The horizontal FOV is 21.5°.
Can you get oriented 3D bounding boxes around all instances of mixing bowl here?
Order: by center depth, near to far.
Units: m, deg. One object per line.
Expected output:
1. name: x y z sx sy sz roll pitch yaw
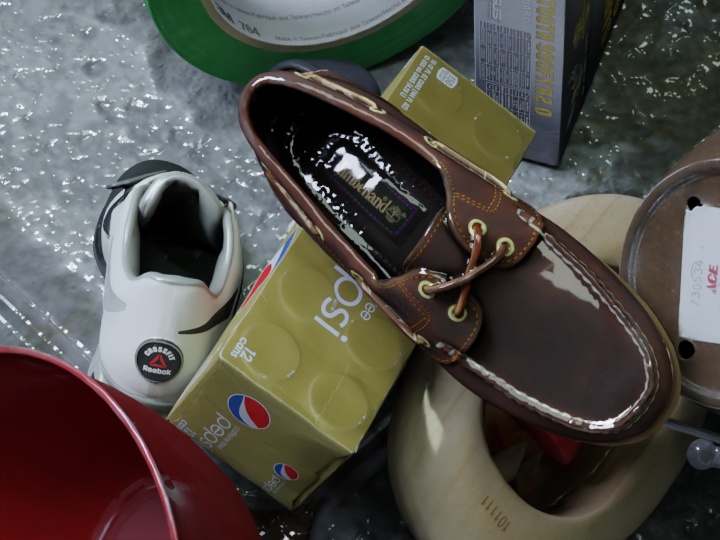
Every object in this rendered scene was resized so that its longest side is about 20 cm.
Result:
1. mixing bowl: -0.108 0.134 0.747 0.199 0.108 0.202 -6 79 37

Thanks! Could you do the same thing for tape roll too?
1. tape roll: -0.018 -0.178 0.931 0.199 0.201 0.048 -18 55 -11

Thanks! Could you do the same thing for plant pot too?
1. plant pot: 0.198 -0.003 0.765 0.199 0.188 0.187 -6 45 -49

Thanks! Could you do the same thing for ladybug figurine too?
1. ladybug figurine: 0.082 0.050 0.833 0.200 0.072 0.136 -46 105 -26

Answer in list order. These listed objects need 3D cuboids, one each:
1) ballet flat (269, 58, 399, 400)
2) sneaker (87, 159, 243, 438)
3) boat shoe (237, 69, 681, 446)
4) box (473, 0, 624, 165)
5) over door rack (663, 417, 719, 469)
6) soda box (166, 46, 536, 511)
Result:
1. ballet flat: -0.011 -0.027 0.904 0.072 0.073 0.201 -10 53 -6
2. sneaker: -0.081 -0.014 0.859 0.074 0.089 0.200 9 29 -12
3. boat shoe: 0.031 -0.005 0.712 0.200 0.070 0.071 37 94 20
4. box: 0.102 -0.176 0.929 0.048 0.201 0.159 15 56 15
5. over door rack: 0.109 0.126 0.765 0.199 0.067 0.149 20 73 -11
6. soda box: 0.000 0.000 0.805 0.068 0.064 0.200 36 53 -5
